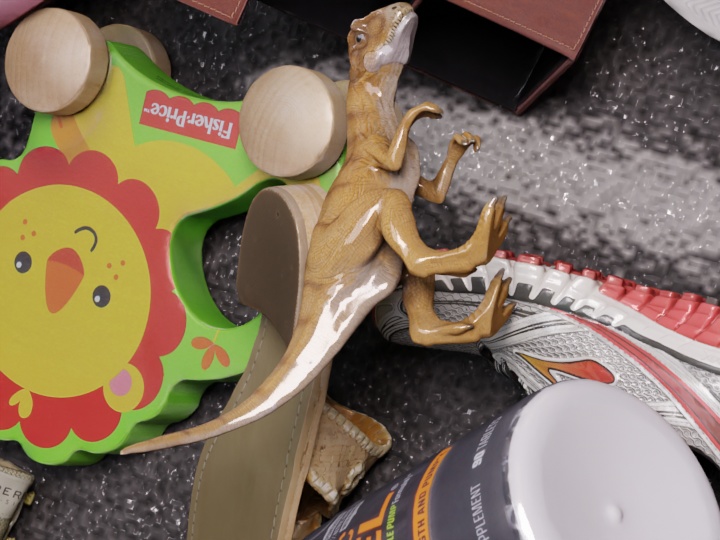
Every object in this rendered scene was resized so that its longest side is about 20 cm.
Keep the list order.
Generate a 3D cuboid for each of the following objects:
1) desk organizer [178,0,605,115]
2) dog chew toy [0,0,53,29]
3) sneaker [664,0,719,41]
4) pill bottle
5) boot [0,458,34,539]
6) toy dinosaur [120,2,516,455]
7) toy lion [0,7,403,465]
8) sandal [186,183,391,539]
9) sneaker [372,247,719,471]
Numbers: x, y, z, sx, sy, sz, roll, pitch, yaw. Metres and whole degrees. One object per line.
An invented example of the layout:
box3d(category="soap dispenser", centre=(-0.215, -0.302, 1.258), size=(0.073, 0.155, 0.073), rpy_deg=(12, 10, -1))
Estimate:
box3d(category="desk organizer", centre=(-0.005, -0.125, 1.165), size=(0.199, 0.072, 0.077), rpy_deg=(23, 106, -8))
box3d(category="dog chew toy", centre=(-0.180, -0.206, 1.269), size=(0.124, 0.125, 0.200), rpy_deg=(-29, 96, 20))
box3d(category="sneaker", centre=(0.121, -0.153, 1.164), size=(0.199, 0.116, 0.074), rpy_deg=(27, 111, -5))
box3d(category="pill bottle", centre=(0.036, 0.127, 1.114), size=(0.200, 0.106, 0.107), rpy_deg=(-36, 62, 43))
box3d(category="boot", centre=(-0.177, 0.158, 1.267), size=(0.200, 0.072, 0.155), rpy_deg=(29, 91, 31))
box3d(category="toy dinosaur", centre=(0.000, 0.000, 1.108), size=(0.106, 0.060, 0.201), rpy_deg=(13, 71, 21))
box3d(category="toy lion", centre=(-0.095, -0.005, 1.265), size=(0.199, 0.069, 0.193), rpy_deg=(15, 94, 30))
box3d(category="sandal", centre=(-0.016, 0.062, 1.195), size=(0.078, 0.069, 0.212), rpy_deg=(48, 135, 49))
box3d(category="sneaker", centre=(0.089, 0.042, 1.140), size=(0.199, 0.078, 0.082), rpy_deg=(16, 88, 31))
